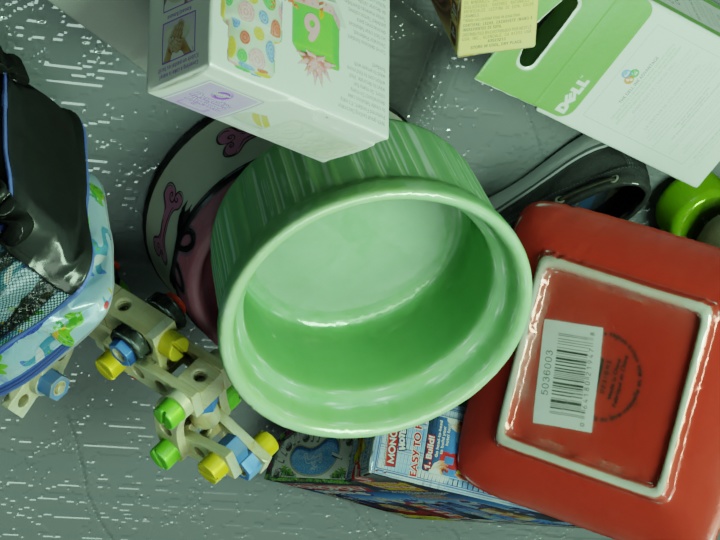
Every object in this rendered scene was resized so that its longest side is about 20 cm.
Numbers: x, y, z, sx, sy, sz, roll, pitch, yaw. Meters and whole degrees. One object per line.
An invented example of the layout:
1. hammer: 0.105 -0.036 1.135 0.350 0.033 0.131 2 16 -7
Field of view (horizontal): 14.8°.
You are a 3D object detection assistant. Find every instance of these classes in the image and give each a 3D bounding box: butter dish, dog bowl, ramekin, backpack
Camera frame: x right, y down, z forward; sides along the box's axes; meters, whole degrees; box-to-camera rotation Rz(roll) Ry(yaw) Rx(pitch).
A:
1. butter dish: 0.190 0.069 1.826 0.148 0.199 0.201 0 105 -59
2. dog bowl: -0.039 -0.020 1.826 0.200 0.074 0.200 -9 132 -10
3. ramekin: 0.000 0.000 1.740 0.199 0.098 0.200 -9 131 -10
4. backpack: -0.253 -0.007 1.698 0.200 0.183 0.147 -32 130 18

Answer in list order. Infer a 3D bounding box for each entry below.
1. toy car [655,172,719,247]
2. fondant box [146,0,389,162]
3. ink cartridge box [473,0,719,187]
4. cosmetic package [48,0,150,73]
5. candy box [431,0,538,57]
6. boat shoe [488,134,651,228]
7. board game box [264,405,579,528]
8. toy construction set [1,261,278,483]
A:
1. toy car: 0.320 0.018 1.927 0.200 0.164 0.158 -11 133 -25
2. fondant box: -0.050 -0.179 1.588 0.058 0.201 0.144 -18 153 40
3. ink cartridge box: 0.170 -0.141 1.797 0.200 0.059 0.104 23 119 -32
4. cosmetic package: -0.140 -0.193 1.626 0.090 0.107 0.200 -43 130 19
5. candy box: 0.071 -0.242 1.642 0.055 0.116 0.200 -9 131 -11
6. boat shoe: 0.117 -0.015 1.883 0.200 0.066 0.070 -36 130 13
7. board game box: 0.041 0.129 1.914 0.200 0.062 0.200 -2 164 43
8. toy construction set: -0.152 0.064 1.823 0.200 0.092 0.131 16 145 23
